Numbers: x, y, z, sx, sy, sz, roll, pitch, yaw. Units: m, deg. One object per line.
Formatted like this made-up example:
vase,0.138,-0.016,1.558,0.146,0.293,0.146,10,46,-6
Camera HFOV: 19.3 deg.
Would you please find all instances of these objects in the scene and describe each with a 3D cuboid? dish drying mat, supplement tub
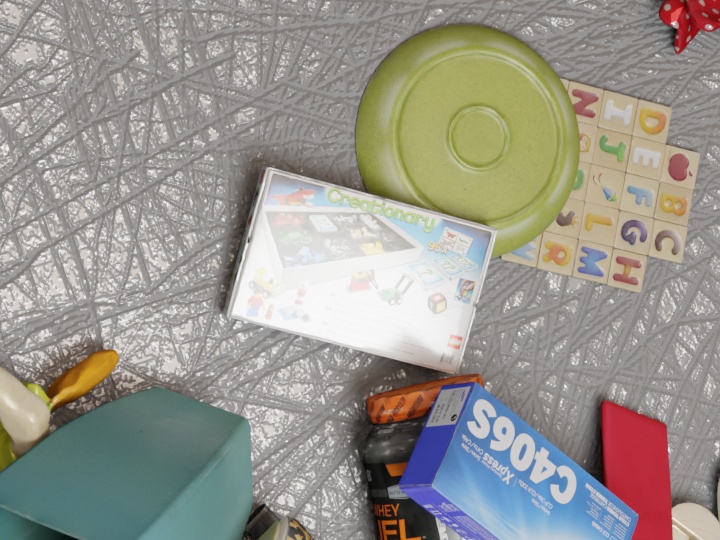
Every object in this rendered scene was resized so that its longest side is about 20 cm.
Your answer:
dish drying mat,0.231,0.209,1.767,0.077,0.018,0.200,22,53,-30
supplement tub,0.072,0.191,1.709,0.122,0.123,0.200,-12,90,-18

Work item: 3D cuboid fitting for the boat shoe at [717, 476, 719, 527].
boat shoe,0.347,0.263,1.824,0.068,0.072,0.200,2,91,-43

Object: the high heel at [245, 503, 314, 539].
high heel,-0.032,0.257,1.635,0.071,0.200,0.143,-45,98,5

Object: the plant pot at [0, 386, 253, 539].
plant pot,-0.170,0.187,1.589,0.200,0.141,0.141,-44,144,-46

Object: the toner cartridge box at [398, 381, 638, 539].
toner cartridge box,0.126,0.180,1.647,0.200,0.043,0.095,39,62,-27

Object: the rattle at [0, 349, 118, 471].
rattle,-0.308,0.063,1.625,0.200,0.130,0.143,25,66,12

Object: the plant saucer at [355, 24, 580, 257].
plant saucer,0.096,-0.110,1.778,0.200,0.031,0.200,1,86,-15

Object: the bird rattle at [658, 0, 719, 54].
bird rattle,0.270,-0.291,1.813,0.200,0.113,0.163,22,74,-17

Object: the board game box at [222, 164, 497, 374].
board game box,0.000,0.000,1.726,0.200,0.035,0.126,15,93,-13

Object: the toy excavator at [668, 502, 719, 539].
toy excavator,0.256,0.320,1.782,0.194,0.100,0.200,-28,87,-19

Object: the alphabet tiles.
alphabet tiles,0.196,-0.076,1.826,0.200,0.006,0.167,13,82,-17
